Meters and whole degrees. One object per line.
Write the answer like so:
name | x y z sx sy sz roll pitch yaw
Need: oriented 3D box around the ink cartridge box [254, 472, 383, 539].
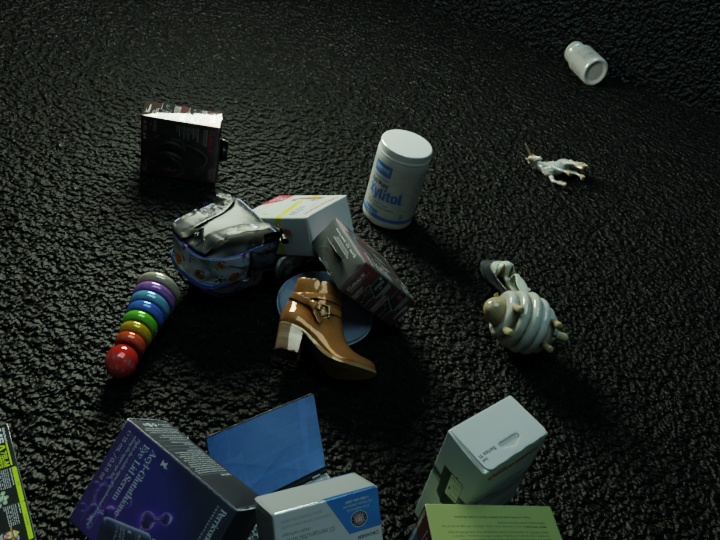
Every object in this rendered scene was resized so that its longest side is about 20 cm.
ink cartridge box | -0.044 0.375 0.838 0.141 0.206 0.084 -7 0 -25

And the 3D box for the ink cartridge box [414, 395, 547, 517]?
ink cartridge box | 0.177 0.302 1.008 0.144 0.204 0.083 -17 47 -36

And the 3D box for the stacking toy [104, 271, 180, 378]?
stacking toy | -0.379 0.100 1.166 0.083 0.087 0.203 13 44 -3

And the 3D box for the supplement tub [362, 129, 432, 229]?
supplement tub | 0.085 -0.214 1.610 0.128 0.204 0.134 9 37 -7

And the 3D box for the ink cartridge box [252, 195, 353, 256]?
ink cartridge box | -0.133 -0.097 1.417 0.196 0.086 0.144 4 26 36

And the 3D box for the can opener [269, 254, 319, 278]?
can opener | -0.125 -0.045 1.449 0.066 0.054 0.199 33 40 21

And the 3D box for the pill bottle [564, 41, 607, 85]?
pill bottle | 0.917 -0.854 2.770 0.111 0.116 0.202 2 40 -17

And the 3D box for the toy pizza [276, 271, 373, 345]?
toy pizza | -0.070 0.079 1.332 0.195 0.032 0.203 11 41 -10

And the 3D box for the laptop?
laptop | -0.100 0.315 0.963 0.184 0.118 0.200 -16 48 -34

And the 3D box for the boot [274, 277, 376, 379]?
boot | -0.051 0.105 1.234 0.195 0.077 0.158 15 58 1

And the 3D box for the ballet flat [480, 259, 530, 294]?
ballet flat | 0.333 0.024 1.517 0.071 0.074 0.202 -2 41 -22

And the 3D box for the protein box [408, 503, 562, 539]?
protein box | 0.174 0.439 0.894 0.193 0.137 0.202 6 38 -14

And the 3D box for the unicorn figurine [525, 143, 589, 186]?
unicorn figurine | 0.585 -0.307 2.024 0.196 0.075 0.137 1 28 -42

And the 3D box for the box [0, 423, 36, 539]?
box | -0.535 0.312 0.869 0.189 0.048 0.201 -11 45 -34

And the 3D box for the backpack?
backpack | -0.273 -0.045 1.316 0.198 0.157 0.188 33 32 31

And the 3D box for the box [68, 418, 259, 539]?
box | -0.244 0.310 0.871 0.197 0.150 0.104 29 -5 19

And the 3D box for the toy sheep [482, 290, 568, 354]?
toy sheep | 0.335 0.108 1.368 0.196 0.139 0.139 26 36 -11

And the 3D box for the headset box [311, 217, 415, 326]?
headset box | 0.000 0.000 1.304 0.199 0.075 0.150 37 14 -44

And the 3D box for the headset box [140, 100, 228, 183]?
headset box | -0.407 -0.295 1.576 0.194 0.151 0.078 8 38 -11
